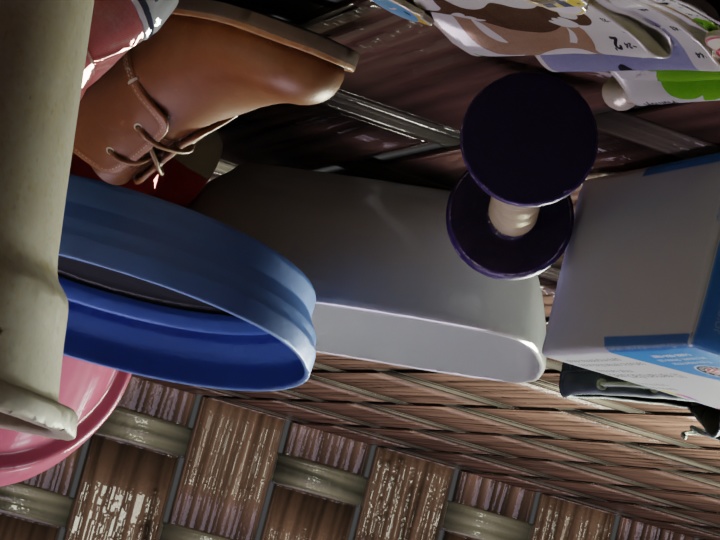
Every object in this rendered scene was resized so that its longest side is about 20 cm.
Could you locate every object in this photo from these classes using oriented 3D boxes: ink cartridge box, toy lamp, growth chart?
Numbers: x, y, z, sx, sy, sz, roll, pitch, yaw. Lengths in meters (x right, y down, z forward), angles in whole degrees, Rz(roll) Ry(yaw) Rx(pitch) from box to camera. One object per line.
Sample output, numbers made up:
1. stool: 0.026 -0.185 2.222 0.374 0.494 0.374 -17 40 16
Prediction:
1. ink cartridge box: 0.200 0.022 0.977 0.200 0.085 0.145 16 172 -18
2. toy lamp: 0.063 -0.033 0.950 0.058 0.058 0.200 14 169 4
3. growth chart: 0.041 -0.089 0.739 0.200 0.018 0.145 19 172 -24

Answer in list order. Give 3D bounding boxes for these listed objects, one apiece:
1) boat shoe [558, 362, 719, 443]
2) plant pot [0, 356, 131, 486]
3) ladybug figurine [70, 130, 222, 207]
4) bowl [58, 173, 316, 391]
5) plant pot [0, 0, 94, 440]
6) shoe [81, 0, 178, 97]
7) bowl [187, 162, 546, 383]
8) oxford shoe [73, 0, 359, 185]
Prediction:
1. boat shoe: 0.214 0.073 1.383 0.200 0.062 0.075 16 170 -16
2. plant pot: -0.206 0.010 1.312 0.200 0.200 0.179 17 157 -19
3. ladybug figurine: -0.146 -0.062 1.062 0.136 0.072 0.200 7 169 43
4. bowl: -0.114 0.003 1.030 0.201 0.039 0.201 14 165 4
5. plant pot: -0.149 -0.068 0.620 0.200 0.184 0.200 14 172 2
6. shoe: -0.143 -0.073 0.841 0.071 0.091 0.200 49 157 -17
7. bowl: 0.000 0.000 1.181 0.200 0.075 0.200 8 173 6
8. oxford shoe: -0.073 -0.067 0.907 0.071 0.071 0.200 21 168 -36
